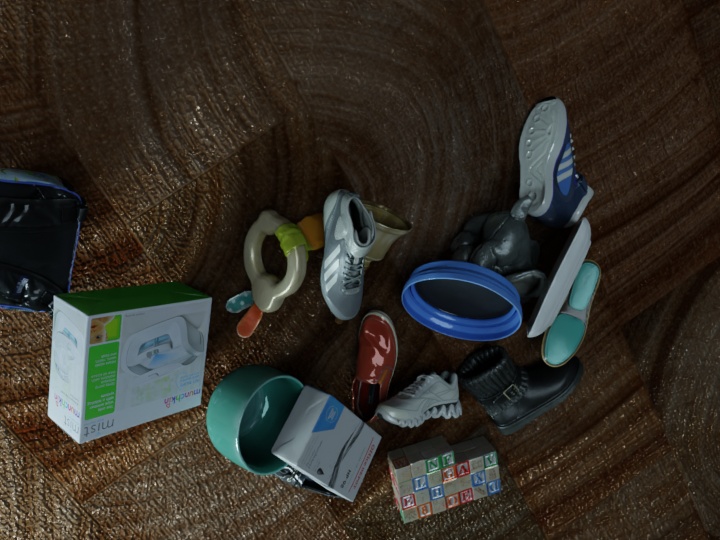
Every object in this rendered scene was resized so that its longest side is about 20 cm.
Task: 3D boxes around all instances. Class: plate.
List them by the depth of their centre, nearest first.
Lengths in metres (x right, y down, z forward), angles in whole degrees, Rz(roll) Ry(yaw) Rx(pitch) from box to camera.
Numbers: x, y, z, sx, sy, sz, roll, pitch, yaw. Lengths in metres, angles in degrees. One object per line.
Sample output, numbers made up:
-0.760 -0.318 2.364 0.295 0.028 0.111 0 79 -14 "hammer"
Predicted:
0.334 0.015 0.967 0.032 0.199 0.204 25 98 14 "plate"

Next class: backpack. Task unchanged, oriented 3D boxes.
-0.486 -0.048 0.754 0.197 0.146 0.187 8 103 -43 "backpack"

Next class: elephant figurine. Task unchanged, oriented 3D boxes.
0.254 0.000 0.980 0.200 0.154 0.143 43 70 -23 "elephant figurine"

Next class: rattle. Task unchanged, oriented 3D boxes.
-0.124 0.002 0.934 0.128 0.143 0.204 24 116 14 "rattle"

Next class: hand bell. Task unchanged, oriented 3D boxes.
0.000 0.000 0.945 0.102 0.105 0.204 16 111 -17 "hand bell"

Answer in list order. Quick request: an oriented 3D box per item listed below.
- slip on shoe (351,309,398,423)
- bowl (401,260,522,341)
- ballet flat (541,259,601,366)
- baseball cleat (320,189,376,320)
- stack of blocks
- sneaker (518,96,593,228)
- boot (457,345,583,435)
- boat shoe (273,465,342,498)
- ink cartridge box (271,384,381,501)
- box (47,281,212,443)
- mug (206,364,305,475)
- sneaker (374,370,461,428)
0.020 0.168 0.985 0.072 0.061 0.205 11 104 16 "slip on shoe"
0.165 0.050 0.942 0.198 0.200 0.040 28 60 -18 "bowl"
0.380 0.079 1.047 0.067 0.063 0.204 25 88 6 "ballet flat"
-0.018 -0.014 0.854 0.068 0.106 0.205 -14 109 -25 "baseball cleat"
0.157 0.376 1.081 0.195 0.059 0.118 -13 106 -10 "stack of blocks"
0.342 -0.175 0.989 0.144 0.080 0.206 11 85 -37 "sneaker"
0.294 0.186 1.056 0.210 0.079 0.159 -38 109 -1 "boot"
-0.100 0.350 1.008 0.197 0.066 0.071 29 96 -19 "boat shoe"
-0.039 0.289 0.937 0.200 0.066 0.117 48 61 -39 "ink cartridge box"
-0.327 0.121 0.830 0.198 0.095 0.181 -6 109 -54 "box"
-0.165 0.243 0.928 0.151 0.113 0.189 -38 124 -38 "mug"
0.101 0.219 1.003 0.197 0.074 0.083 0 96 -43 "sneaker"
